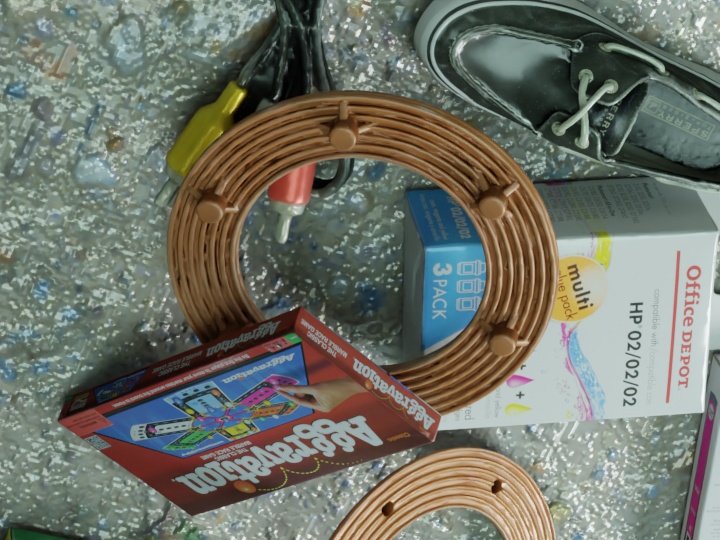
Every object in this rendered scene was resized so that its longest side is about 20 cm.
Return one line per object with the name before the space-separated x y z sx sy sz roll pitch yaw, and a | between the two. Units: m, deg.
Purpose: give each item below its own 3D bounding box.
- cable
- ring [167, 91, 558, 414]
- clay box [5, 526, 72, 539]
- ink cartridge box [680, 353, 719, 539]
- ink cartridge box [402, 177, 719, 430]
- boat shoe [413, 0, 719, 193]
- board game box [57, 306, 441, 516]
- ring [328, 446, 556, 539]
cable | -0.033 -0.107 1.382 0.097 0.050 0.200 16 115 -8
ring | 0.000 0.000 1.382 0.200 0.019 0.201 4 124 6
clay box | -0.144 0.215 1.536 0.200 0.048 0.115 15 115 -18
ink cartridge box | 0.237 0.141 1.572 0.094 0.037 0.200 1 115 -11
ink cartridge box | 0.126 0.016 1.466 0.199 0.068 0.115 -4 119 -8
boat shoe | 0.125 -0.093 1.411 0.200 0.064 0.071 17 114 -18
board game box | -0.061 0.078 1.428 0.103 0.019 0.200 37 143 -27
ring | 0.034 0.192 1.524 0.200 0.019 0.201 -16 114 -38
